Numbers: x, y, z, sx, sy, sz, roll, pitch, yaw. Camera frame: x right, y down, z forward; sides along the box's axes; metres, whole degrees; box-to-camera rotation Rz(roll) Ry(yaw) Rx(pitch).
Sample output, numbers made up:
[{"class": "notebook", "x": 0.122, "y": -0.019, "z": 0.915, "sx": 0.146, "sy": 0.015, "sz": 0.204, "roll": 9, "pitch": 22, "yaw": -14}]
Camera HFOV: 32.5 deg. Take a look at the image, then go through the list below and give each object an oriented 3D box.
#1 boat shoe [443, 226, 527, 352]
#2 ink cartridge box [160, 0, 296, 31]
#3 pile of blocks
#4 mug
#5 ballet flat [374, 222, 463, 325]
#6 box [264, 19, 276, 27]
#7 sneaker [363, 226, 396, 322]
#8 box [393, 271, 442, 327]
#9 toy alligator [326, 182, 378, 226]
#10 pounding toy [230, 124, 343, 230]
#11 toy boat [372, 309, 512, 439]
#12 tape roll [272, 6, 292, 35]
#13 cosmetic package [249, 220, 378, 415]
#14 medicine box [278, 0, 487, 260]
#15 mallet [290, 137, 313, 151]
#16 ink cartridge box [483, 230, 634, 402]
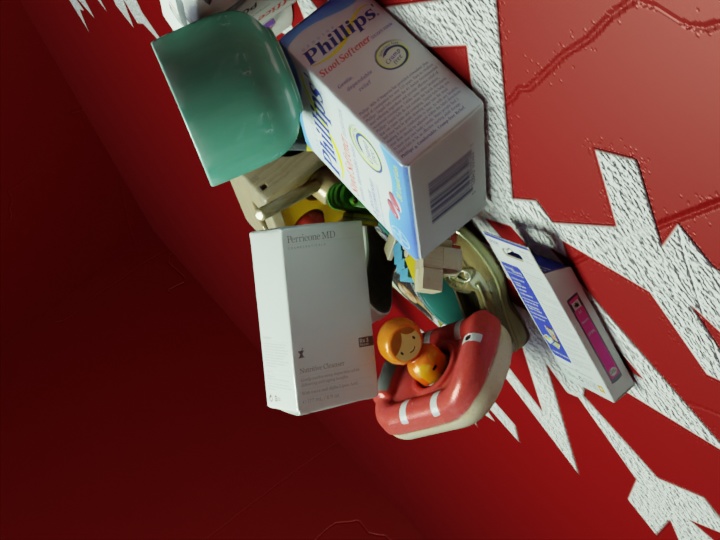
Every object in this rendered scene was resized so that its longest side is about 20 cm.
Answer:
[{"class": "boat shoe", "x": 0.129, "y": 0.028, "z": 1.422, "sx": 0.073, "sy": 0.063, "sz": 0.202, "roll": 36, "pitch": 159, "yaw": 52}, {"class": "ink cartridge box", "x": -0.130, "y": -0.314, "z": 1.239, "sx": 0.085, "sy": 0.145, "sz": 0.200, "roll": 51, "pitch": 168, "yaw": 9}, {"class": "pile of blocks", "x": 0.070, "y": -0.035, "z": 1.349, "sx": 0.202, "sy": 0.061, "sz": 0.083, "roll": -104, "pitch": 28, "yaw": -48}, {"class": "mug", "x": -0.127, "y": -0.180, "z": 1.222, "sx": 0.185, "sy": 0.113, "sz": 0.154, "roll": -122, "pitch": 10, "yaw": -64}, {"class": "ballet flat", "x": 0.076, "y": -0.026, "z": 1.501, "sx": 0.202, "sy": 0.072, "sz": 0.072, "roll": 56, "pitch": 167, "yaw": -14}, {"class": "box", "x": -0.180, "y": -0.342, "z": 1.422, "sx": 0.201, "sy": 0.039, "sz": 0.137, "roll": 54, "pitch": 167, "yaw": -7}, {"class": "sneaker", "x": 0.000, "y": 0.000, "z": 1.526, "sx": 0.073, "sy": 0.084, "sz": 0.201, "roll": 41, "pitch": -146, "yaw": -18}, {"class": "box", "x": 0.053, "y": -0.012, "z": 1.625, "sx": 0.200, "sy": 0.050, "sz": 0.076, "roll": 42, "pitch": 164, "yaw": 44}, {"class": "toy alligator", "x": 0.001, "y": -0.082, "z": 1.391, "sx": 0.200, "sy": 0.053, "sz": 0.060, "roll": -171, "pitch": 88, "yaw": -72}, {"class": "pounding toy", "x": -0.071, "y": -0.108, "z": 1.503, "sx": 0.142, "sy": 0.183, "sz": 0.201, "roll": 45, "pitch": 166, "yaw": 28}, {"class": "toy boat", "x": 0.073, "y": 0.101, "z": 1.383, "sx": 0.130, "sy": 0.132, "sz": 0.199, "roll": 38, "pitch": 144, "yaw": -25}, {"class": "tape roll", "x": -0.152, "y": -0.361, "z": 1.449, "sx": 0.203, "sy": 0.037, "sz": 0.203, "roll": 50, "pitch": 168, "yaw": 15}, {"class": "cosmetic package", "x": -0.052, "y": 0.049, "z": 1.386, "sx": 0.081, "sy": 0.111, "sz": 0.204, "roll": 3, "pitch": 101, "yaw": 58}, {"class": "medicine box", "x": 0.026, "y": -0.145, "z": 1.232, "sx": 0.200, "sy": 0.102, "sz": 0.183, "roll": 46, "pitch": 166, "yaw": 25}, {"class": "mallet", "x": -0.050, "y": -0.144, "z": 1.371, "sx": 0.196, "sy": 0.066, "sz": 0.042, "roll": 9, "pitch": 127, "yaw": 6}, {"class": "ink cartridge box", "x": 0.201, "y": 0.039, "z": 1.256, "sx": 0.201, "sy": 0.037, "sz": 0.095, "roll": 56, "pitch": 169, "yaw": -23}]
